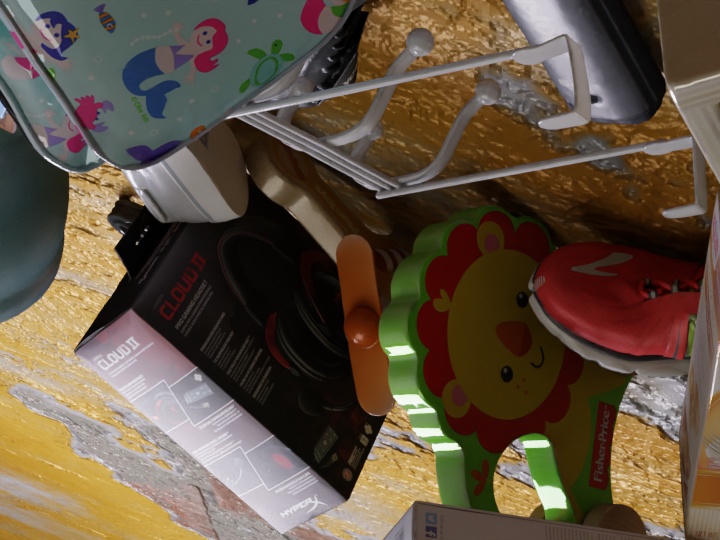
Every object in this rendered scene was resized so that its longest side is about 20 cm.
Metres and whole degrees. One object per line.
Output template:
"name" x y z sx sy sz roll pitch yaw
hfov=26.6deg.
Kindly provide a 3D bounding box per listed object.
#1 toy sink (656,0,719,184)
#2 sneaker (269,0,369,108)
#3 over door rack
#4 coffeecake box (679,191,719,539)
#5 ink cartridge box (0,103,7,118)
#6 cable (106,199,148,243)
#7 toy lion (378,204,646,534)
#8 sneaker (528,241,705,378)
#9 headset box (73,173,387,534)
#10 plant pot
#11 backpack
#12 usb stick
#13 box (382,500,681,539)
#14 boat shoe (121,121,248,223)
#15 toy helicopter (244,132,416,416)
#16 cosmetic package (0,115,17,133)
"toy sink" 0.200 -0.064 0.551 0.129 0.113 0.200 -15 144 24
"sneaker" -0.025 -0.127 0.754 0.090 0.067 0.199 33 158 -25
"over door rack" 0.045 -0.077 0.683 0.198 0.067 0.147 6 171 35
"coffeecake box" 0.245 0.055 0.758 0.151 0.074 0.201 1 139 6
"ink cartridge box" -0.213 -0.190 0.698 0.199 0.146 0.084 29 155 -11
"cable" -0.087 -0.006 1.094 0.199 0.051 0.097 27 169 26
"toy lion" 0.090 0.071 0.887 0.190 0.203 0.068 18 164 -35
"sneaker" 0.193 0.015 0.835 0.197 0.078 0.085 13 148 0
"headset box" -0.073 0.040 0.956 0.200 0.149 0.075 44 134 -15
"plant pot" -0.268 -0.078 0.946 0.199 0.201 0.135 25 128 -2
"backpack" -0.075 -0.151 0.574 0.151 0.199 0.178 45 167 48
"usb stick" 0.080 -0.135 0.675 0.055 0.033 0.200 2 147 38
"box" 0.101 0.182 0.850 0.198 0.037 0.145 12 148 -13
"boat shoe" -0.130 -0.092 0.846 0.068 0.073 0.200 -12 149 18
"toy helicopter" 0.000 0.000 0.920 0.079 0.132 0.200 -38 99 31
"cosmetic package" -0.258 -0.173 0.841 0.198 0.088 0.103 27 157 -5
